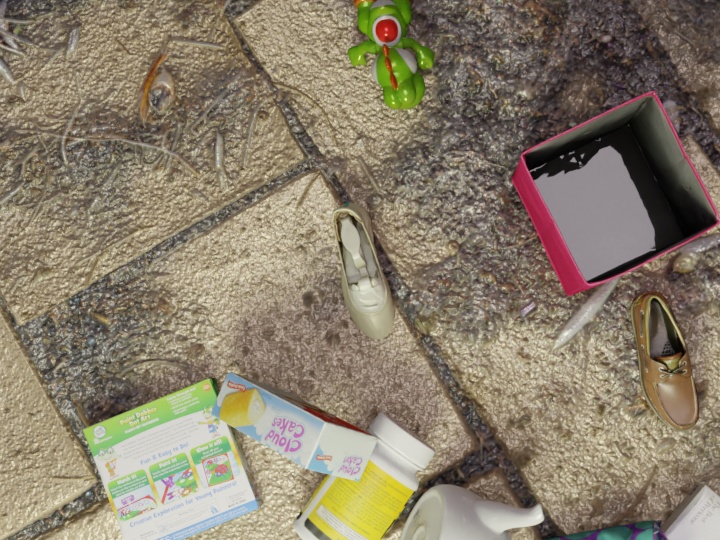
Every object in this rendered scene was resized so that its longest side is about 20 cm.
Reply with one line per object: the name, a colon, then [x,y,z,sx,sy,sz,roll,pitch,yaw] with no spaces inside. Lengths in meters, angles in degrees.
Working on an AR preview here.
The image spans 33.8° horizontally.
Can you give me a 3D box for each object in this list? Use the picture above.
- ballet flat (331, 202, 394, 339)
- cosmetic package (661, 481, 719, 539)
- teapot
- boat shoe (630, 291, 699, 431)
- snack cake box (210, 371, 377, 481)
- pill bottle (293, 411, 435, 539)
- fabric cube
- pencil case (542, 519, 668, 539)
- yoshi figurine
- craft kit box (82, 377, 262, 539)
ballet flat: [0.000,0.000,1.678,0.069,0.069,0.201,-16,84,2]
cosmetic package: [0.436,0.394,1.626,0.082,0.051,0.200,40,88,5]
teapot: [0.137,0.394,1.587,0.146,0.200,0.198,23,71,-13]
boat shoe: [0.421,0.128,1.641,0.072,0.068,0.201,-19,85,0]
snack cake box: [-0.091,0.209,1.593,0.200,0.115,0.067,21,85,42]
pill bottle: [0.008,0.302,1.626,0.114,0.114,0.200,36,88,6]
fabric cube: [0.335,-0.095,1.602,0.196,0.199,0.200,-26,84,0]
pencil case: [0.317,0.391,1.587,0.199,0.092,0.085,-16,97,21]
yoshi figurine: [0.047,-0.314,1.704,0.112,0.112,0.201,6,66,-36]
craft kit box: [-0.266,0.279,1.680,0.199,0.049,0.198,-21,87,1]
